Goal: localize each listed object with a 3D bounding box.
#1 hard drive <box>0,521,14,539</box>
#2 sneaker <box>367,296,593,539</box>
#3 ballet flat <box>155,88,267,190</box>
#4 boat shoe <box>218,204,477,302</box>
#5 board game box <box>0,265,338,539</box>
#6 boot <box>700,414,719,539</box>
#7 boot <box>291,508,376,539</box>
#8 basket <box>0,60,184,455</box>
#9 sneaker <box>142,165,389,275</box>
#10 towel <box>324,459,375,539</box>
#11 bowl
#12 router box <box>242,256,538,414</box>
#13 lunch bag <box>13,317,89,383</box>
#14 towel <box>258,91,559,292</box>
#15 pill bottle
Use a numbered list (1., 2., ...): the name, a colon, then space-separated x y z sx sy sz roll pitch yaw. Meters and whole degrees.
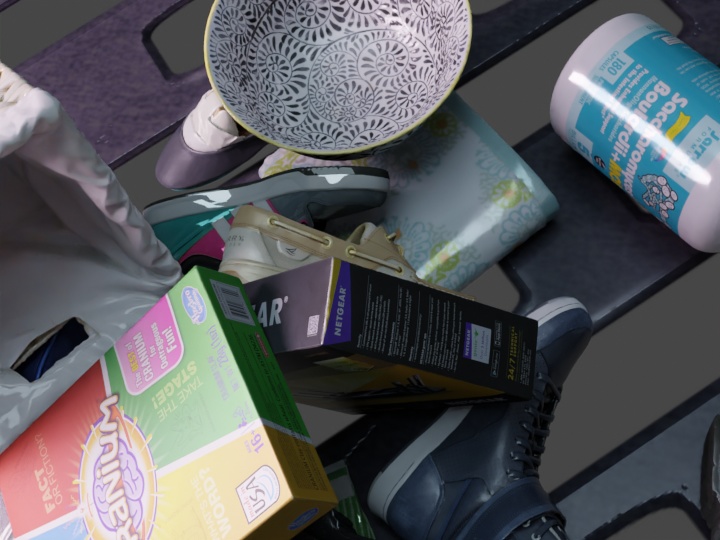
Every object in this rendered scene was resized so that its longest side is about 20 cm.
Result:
1. hard drive: -0.154 0.175 0.731 0.139 0.038 0.201 31 79 16
2. sneaker: 0.118 0.127 0.743 0.203 0.077 0.146 -49 50 -3
3. ballet flat: -0.092 -0.137 0.950 0.198 0.073 0.074 -26 59 0
4. boat shoe: 0.000 0.000 0.779 0.198 0.073 0.070 13 76 -26
5. board game box: -0.120 0.120 0.649 0.200 0.040 0.154 -42 57 21
6. boot: 0.275 0.185 0.692 0.129 0.068 0.202 7 66 11
7. boot: -0.019 0.230 0.719 0.199 0.070 0.132 25 76 37
8. basket: -0.251 -0.016 0.698 0.198 0.201 0.161 -42 55 -11
9. sneaker: -0.066 -0.005 0.837 0.197 0.083 0.123 -11 84 20
10. towel: -0.043 0.246 0.762 0.151 0.023 0.202 -23 61 3
11. bowl: -0.011 -0.158 0.866 0.198 0.094 0.204 -3 68 7
12. router box: -0.010 0.050 0.724 0.199 0.156 0.053 -16 63 55
13. lunch bag: -0.227 0.039 0.852 0.130 0.136 0.202 5 63 16
14. towel: 0.032 -0.063 0.894 0.171 0.048 0.200 -38 60 -4
15. pill bottle: 0.239 -0.090 0.817 0.111 0.111 0.200 -40 60 -9
